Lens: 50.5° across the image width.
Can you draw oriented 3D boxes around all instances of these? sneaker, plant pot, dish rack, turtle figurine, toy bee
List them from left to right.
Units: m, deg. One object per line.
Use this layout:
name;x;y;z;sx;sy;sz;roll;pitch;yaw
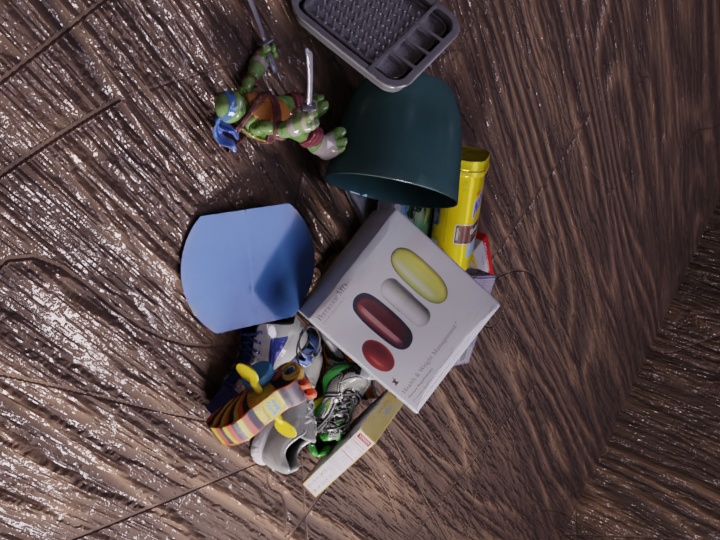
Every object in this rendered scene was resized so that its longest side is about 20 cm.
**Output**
sneaker;-0.156;0.123;1.104;0.199;0.080;0.116;-42;122;-24
toy bee;-0.113;0.157;1.024;0.130;0.108;0.202;36;78;-32
turtle figurine;-0.082;-0.225;0.967;0.193;0.142;0.204;9;103;-59
sneaker;-0.094;0.228;1.215;0.075;0.091;0.203;30;81;-54
sneaker;-0.032;0.226;1.235;0.077;0.086;0.202;12;128;-19
sneaker;-0.033;0.160;1.281;0.079;0.076;0.202;-98;168;-49
dish rack;0.019;-0.335;1.034;0.172;0.199;0.044;-48;174;-27
plant pot;0.058;-0.193;1.100;0.199;0.198;0.165;15;85;-55

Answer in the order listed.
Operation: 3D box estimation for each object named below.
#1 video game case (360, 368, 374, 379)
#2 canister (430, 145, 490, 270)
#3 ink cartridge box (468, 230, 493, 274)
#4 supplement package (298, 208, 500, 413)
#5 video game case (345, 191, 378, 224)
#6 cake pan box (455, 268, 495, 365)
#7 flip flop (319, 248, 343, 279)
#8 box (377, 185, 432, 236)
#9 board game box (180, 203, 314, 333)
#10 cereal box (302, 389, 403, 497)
video game case;0.078;0.076;1.227;0.181;0.023;0.204;12;91;-56
canister;0.179;-0.115;1.399;0.149;0.085;0.204;-50;148;-67
ink cartridge box;0.206;-0.002;1.536;0.200;0.066;0.117;-49;141;-28
supplement package;0.049;0.050;1.075;0.199;0.147;0.192;40;85;-10
video game case;0.033;-0.203;1.238;0.201;0.023;0.183;-54;142;-21
cake pan box;0.166;0.091;1.431;0.198;0.052;0.188;-4;115;-49
flip flop;0.000;0.000;1.262;0.199;0.057;0.083;-34;132;-41
box;0.074;-0.070;1.303;0.199;0.036;0.148;-14;113;-67
board game box;-0.157;-0.006;1.049;0.197;0.039;0.162;-12;106;-30
cereal box;-0.008;0.284;1.291;0.201;0.039;0.144;-51;176;37
